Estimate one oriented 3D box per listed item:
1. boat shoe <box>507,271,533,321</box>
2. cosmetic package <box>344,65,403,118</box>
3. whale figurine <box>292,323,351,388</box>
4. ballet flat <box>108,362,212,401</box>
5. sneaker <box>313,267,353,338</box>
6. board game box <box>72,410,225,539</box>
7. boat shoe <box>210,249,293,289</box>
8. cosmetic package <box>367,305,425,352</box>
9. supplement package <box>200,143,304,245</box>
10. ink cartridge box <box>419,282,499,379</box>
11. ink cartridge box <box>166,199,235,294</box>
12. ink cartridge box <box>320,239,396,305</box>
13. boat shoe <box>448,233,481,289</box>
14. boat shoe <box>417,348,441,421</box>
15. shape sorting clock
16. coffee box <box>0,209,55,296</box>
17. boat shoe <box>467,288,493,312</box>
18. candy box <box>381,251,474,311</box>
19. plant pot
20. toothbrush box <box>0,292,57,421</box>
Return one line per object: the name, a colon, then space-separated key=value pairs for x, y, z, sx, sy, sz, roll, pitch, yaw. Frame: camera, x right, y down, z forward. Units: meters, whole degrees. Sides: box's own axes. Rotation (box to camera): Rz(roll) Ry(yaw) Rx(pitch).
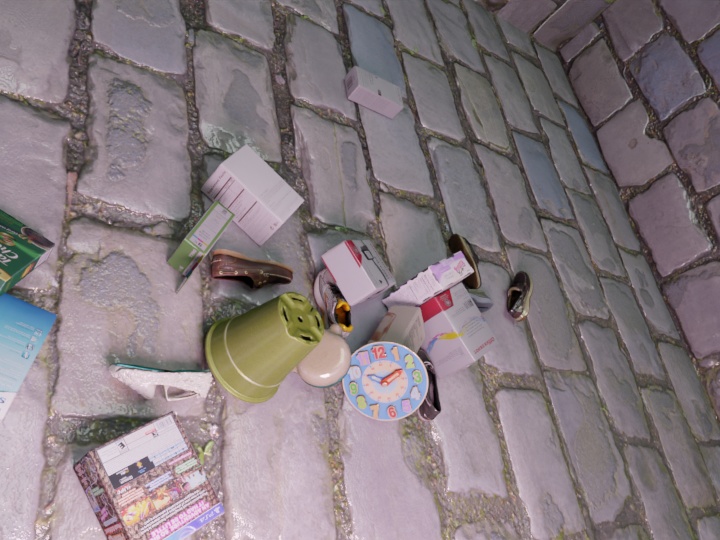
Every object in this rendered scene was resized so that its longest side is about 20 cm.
boat shoe: x=0.525 y=0.074 z=2.029 sx=0.065 sy=0.073 sz=0.200 roll=35 pitch=44 yaw=-22
cosmetic package: x=0.048 y=-0.610 z=2.099 sx=0.200 sy=0.074 sz=0.102 roll=13 pitch=55 yaw=-34
whale figurine: x=-0.108 y=0.180 z=1.400 sx=0.159 sy=0.104 sz=0.200 roll=-39 pitch=66 yaw=-18
ballet flat: x=-0.374 y=0.214 z=1.158 sx=0.200 sy=0.072 sz=0.072 roll=12 pitch=55 yaw=-35
sneaker: x=-0.058 y=0.080 z=1.514 sx=0.078 sy=0.082 sz=0.200 roll=6 pitch=58 yaw=-39
board game box: x=-0.356 y=0.371 z=1.035 sx=0.159 sy=0.097 sz=0.200 roll=-20 pitch=76 yaw=-47
boat shoe: x=-0.249 y=0.010 z=1.408 sx=0.200 sy=0.070 sz=0.070 roll=12 pitch=58 yaw=-27
cosmetic package: x=0.086 y=0.186 z=1.536 sx=0.200 sy=0.087 sz=0.104 roll=-51 pitch=136 yaw=-48
supplement package: x=-0.262 y=-0.184 z=1.493 sx=0.200 sy=0.117 sz=0.117 roll=45 pitch=43 yaw=-8
ink cartridge box: x=0.248 y=0.166 z=1.675 sx=0.145 sy=0.145 sz=0.200 roll=-22 pitch=77 yaw=-48
ink cartridge box: x=-0.357 y=-0.054 z=1.328 sx=0.059 sy=0.104 sz=0.200 roll=38 pitch=44 yaw=-14
ink cartridge box: x=0.000 y=0.000 z=1.565 sx=0.145 sy=0.083 sz=0.200 roll=58 pitch=18 yaw=6
boat shoe: x=0.349 y=-0.030 z=1.957 sx=0.065 sy=0.073 sz=0.200 roll=0 pitch=62 yaw=-35
boat shoe: x=0.177 y=0.290 z=1.592 sx=0.067 sy=0.057 sz=0.200 roll=19 pitch=51 yaw=-31
shape sorting clock: x=0.057 y=0.257 z=1.414 sx=0.200 sy=0.200 sz=0.039 roll=48 pitch=13 yaw=-4
coffee box: x=-0.626 y=-0.033 z=1.053 sx=0.123 sy=0.044 sz=0.200 roll=35 pitch=15 yaw=-13
boat shoe: x=0.327 y=0.088 z=1.871 sx=0.200 sy=0.072 sz=0.062 roll=12 pitch=37 yaw=-45
candy box: x=0.183 y=0.042 z=1.665 sx=0.168 sy=0.200 sz=0.072 roll=-22 pitch=78 yaw=-48
plant pot: x=-0.180 y=0.141 z=1.255 sx=0.200 sy=0.190 sz=0.200 roll=37 pitch=32 yaw=-29
toothbrush box: x=-0.610 y=0.138 z=0.984 sx=0.146 sy=0.085 sz=0.200 roll=29 pitch=45 yaw=-24
